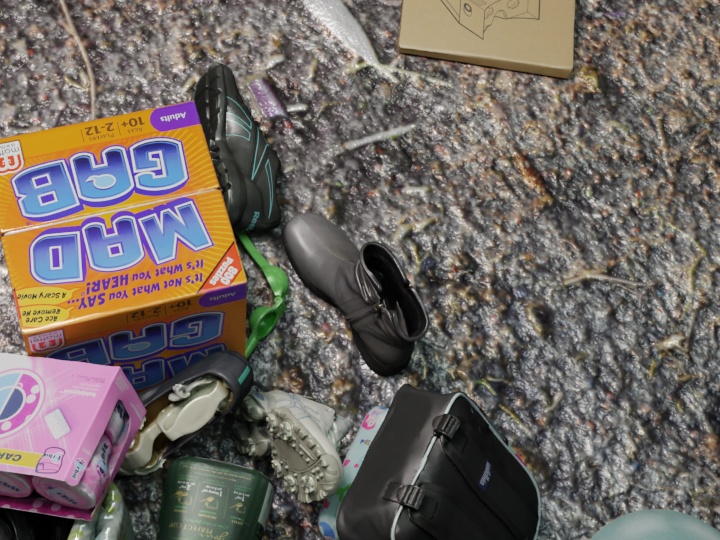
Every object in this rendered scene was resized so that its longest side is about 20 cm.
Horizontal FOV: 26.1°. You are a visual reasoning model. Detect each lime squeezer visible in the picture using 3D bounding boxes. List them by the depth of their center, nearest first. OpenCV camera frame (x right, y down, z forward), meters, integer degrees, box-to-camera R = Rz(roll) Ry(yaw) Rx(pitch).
[{"bbox_3d":[-0.108,0.033,1.554,0.070,0.038,0.202,7,66,-6],"label":"lime squeezer"}]

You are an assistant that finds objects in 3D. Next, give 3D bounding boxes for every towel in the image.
[{"bbox_3d":[-0.238,0.299,1.338,0.048,0.172,0.202,15,64,1],"label":"towel"}]

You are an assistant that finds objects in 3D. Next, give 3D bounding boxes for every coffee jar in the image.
[{"bbox_3d":[-0.146,0.277,1.410,0.103,0.086,0.202,12,63,1],"label":"coffee jar"}]

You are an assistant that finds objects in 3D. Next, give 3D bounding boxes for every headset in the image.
[{"bbox_3d":[-0.293,0.247,1.384,0.094,0.123,0.202,24,93,35],"label":"headset"}]

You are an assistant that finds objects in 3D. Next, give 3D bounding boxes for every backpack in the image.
[{"bbox_3d":[0.071,0.222,1.426,0.200,0.150,0.178,44,60,-32],"label":"backpack"}]

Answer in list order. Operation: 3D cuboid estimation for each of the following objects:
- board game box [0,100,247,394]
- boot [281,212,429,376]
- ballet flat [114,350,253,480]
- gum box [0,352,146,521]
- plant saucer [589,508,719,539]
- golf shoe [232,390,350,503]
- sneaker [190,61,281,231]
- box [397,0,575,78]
[{"bbox_3d":[-0.225,-0.003,1.448,0.198,0.201,0.201,-13,62,-12],"label":"board game box"},{"bbox_3d":[0.000,0.000,1.534,0.070,0.132,0.200,-35,75,-21],"label":"boot"},{"bbox_3d":[-0.184,0.142,1.426,0.199,0.073,0.073,-33,71,12],"label":"ballet flat"},{"bbox_3d":[-0.287,0.137,1.318,0.198,0.066,0.114,4,51,24],"label":"gum box"},{"bbox_3d":[0.300,0.322,1.488,0.199,0.039,0.203,3,66,-7],"label":"plant saucer"},{"bbox_3d":[-0.046,0.150,1.439,0.096,0.200,0.079,-9,108,-23],"label":"golf shoe"},{"bbox_3d":[-0.130,-0.124,1.616,0.079,0.075,0.202,10,57,-34],"label":"sneaker"},{"bbox_3d":[0.145,-0.303,1.757,0.198,0.021,0.165,8,65,-6],"label":"box"}]
